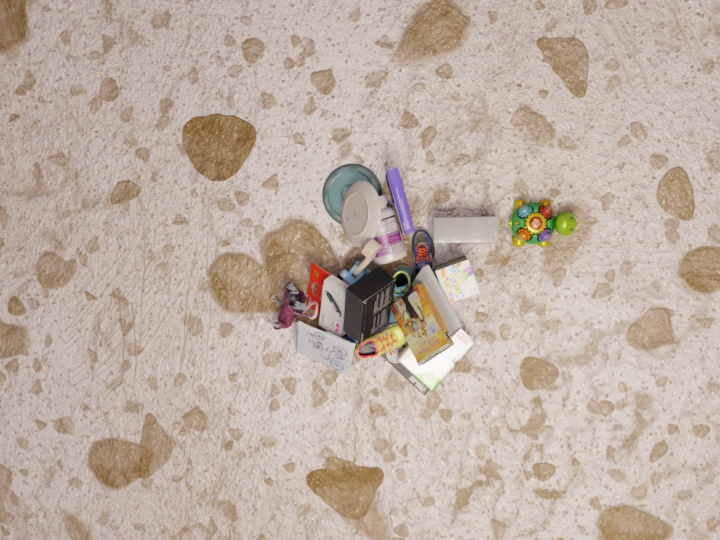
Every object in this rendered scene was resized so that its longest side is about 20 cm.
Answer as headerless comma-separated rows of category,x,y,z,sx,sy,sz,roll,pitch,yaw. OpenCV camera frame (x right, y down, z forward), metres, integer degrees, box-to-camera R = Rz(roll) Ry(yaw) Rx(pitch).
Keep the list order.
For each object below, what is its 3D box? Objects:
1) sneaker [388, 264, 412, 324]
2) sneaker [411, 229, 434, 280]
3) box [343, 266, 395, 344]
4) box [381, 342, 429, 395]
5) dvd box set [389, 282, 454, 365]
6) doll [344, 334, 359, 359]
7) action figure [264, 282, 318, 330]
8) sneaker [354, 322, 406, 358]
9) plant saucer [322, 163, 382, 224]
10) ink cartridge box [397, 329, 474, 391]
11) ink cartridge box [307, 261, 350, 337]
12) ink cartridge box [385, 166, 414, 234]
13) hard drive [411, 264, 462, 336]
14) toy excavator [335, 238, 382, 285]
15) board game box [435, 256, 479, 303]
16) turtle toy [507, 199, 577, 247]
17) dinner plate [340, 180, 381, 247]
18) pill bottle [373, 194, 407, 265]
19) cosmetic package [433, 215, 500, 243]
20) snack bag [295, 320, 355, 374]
sneaker,0.115,0.086,1.702,0.078,0.131,0.203,7,96,8
sneaker,0.199,-0.028,1.708,0.074,0.078,0.203,-6,94,8
box,0.025,0.108,1.651,0.079,0.141,0.201,36,143,26
box,0.185,0.273,1.749,0.200,0.044,0.160,43,97,3
dvd box set,0.176,0.159,1.591,0.146,0.029,0.202,-43,67,44
doll,-0.023,0.180,1.770,0.135,0.048,0.202,-28,90,8
action figure,-0.228,0.131,1.764,0.147,0.135,0.201,20,136,-11
sneaker,0.068,0.228,1.694,0.198,0.090,0.079,-28,88,6
plant saucer,-0.029,-0.243,1.752,0.197,0.027,0.203,1,95,7
ink cartridge box,0.231,0.243,1.675,0.145,0.084,0.200,42,92,3
ink cartridge box,-0.108,0.095,1.704,0.173,0.043,0.202,31,135,22
ink cartridge box,0.119,-0.208,1.645,0.043,0.200,0.201,-16,92,5
hard drive,0.218,0.099,1.582,0.026,0.132,0.202,-19,70,-20
toy excavator,0.000,0.000,1.685,0.100,0.194,0.201,39,92,14
board game box,0.289,0.025,1.637,0.102,0.200,0.106,-19,92,9
turtle toy,0.544,-0.142,1.638,0.197,0.101,0.148,1,94,8
dinner plate,-0.008,-0.173,1.663,0.024,0.199,0.203,0,91,-36
pill bottle,0.067,-0.128,1.695,0.111,0.112,0.202,-16,96,9
cosmetic package,0.320,-0.124,1.670,0.197,0.107,0.091,3,95,6
snack bag,-0.117,0.247,1.742,0.198,0.022,0.190,21,142,8
